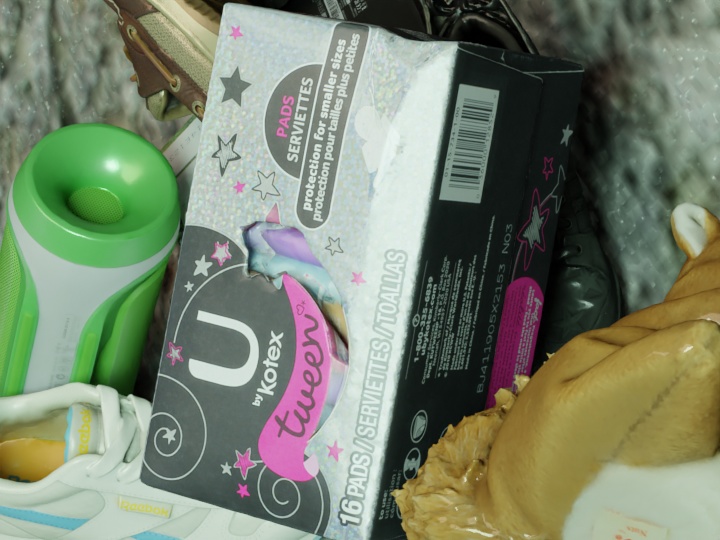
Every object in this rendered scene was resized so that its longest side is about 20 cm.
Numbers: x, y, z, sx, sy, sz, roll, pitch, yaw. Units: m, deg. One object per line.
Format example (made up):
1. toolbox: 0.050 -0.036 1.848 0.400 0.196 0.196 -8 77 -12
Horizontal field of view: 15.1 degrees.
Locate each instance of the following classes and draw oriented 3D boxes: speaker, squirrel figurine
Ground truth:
1. speaker: -0.142 0.021 1.330 0.201 0.088 0.089 110 148 -48
2. squirrel figurine: 0.113 0.054 1.061 0.199 0.142 0.187 -23 22 33

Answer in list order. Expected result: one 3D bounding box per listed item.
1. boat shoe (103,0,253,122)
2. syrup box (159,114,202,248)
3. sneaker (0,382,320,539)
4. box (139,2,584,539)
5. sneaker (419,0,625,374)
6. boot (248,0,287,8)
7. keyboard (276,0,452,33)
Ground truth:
1. boat shoe: -0.084 -0.103 1.277 0.200 0.072 0.072 40 114 28
2. syrup box: -0.022 0.003 1.284 0.079 0.081 0.201 -45 49 20
3. sneaker: -0.102 0.096 1.282 0.198 0.081 0.077 -3 57 9
4. box: 0.000 0.000 1.117 0.114 0.132 0.201 12 95 28
5. sneaker: 0.064 -0.052 1.201 0.060 0.104 0.201 -18 57 10
6. boot: -0.034 -0.225 1.378 0.181 0.073 0.201 -21 40 30
7. keyboard: 0.007 -0.126 1.331 0.104 0.040 0.201 -36 39 13
